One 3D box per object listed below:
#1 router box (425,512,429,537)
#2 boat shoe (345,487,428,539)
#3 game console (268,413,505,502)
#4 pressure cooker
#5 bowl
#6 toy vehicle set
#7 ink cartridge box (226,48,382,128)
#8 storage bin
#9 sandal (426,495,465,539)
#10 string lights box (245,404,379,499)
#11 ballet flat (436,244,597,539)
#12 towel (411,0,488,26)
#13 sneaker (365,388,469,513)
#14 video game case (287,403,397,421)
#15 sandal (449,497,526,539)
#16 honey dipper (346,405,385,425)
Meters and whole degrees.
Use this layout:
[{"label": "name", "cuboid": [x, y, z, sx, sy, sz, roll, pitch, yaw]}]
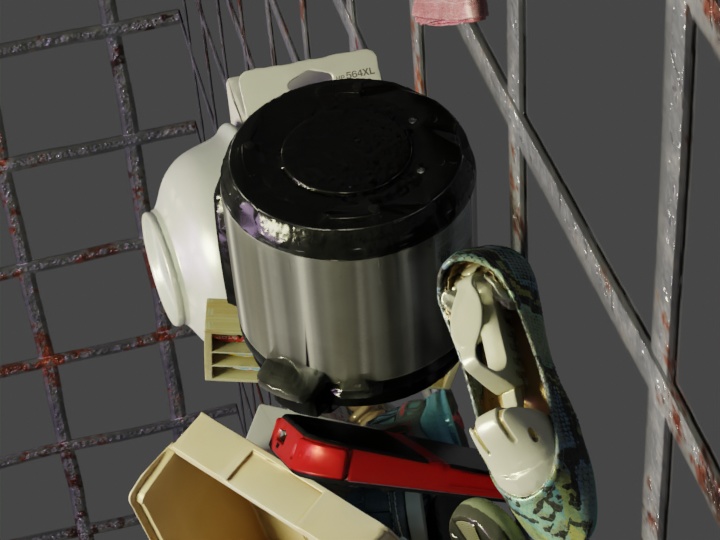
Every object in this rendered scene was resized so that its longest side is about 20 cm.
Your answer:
[{"label": "router box", "cuboid": [0.087, 0.288, 1.600, 0.200, 0.052, 0.159, 101, 157, -69]}, {"label": "boat shoe", "cuboid": [0.021, 0.209, 1.517, 0.200, 0.061, 0.073, 85, 179, -64]}, {"label": "game console", "cuboid": [0.030, 0.136, 1.369, 0.200, 0.175, 0.031, -169, 91, -81]}, {"label": "pressure cooker", "cuboid": [-0.005, -0.005, 1.342, 0.179, 0.174, 0.201, -114, 13, -46]}, {"label": "bowl", "cuboid": [-0.122, -0.012, 1.600, 0.201, 0.090, 0.203, 163, 90, -76]}, {"label": "toy vehicle set", "cuboid": [-0.022, 0.058, 1.514, 0.124, 0.198, 0.027, 98, 174, -69]}, {"label": "ink cartridge box", "cuboid": [-0.034, -0.079, 1.643, 0.126, 0.127, 0.201, -113, 13, -50]}, {"label": "storage bin", "cuboid": [-0.051, 0.226, 1.449, 0.199, 0.094, 0.199, 28, 153, 32]}, {"label": "sandal", "cuboid": [0.094, 0.242, 1.449, 0.048, 0.075, 0.202, -54, 41, 42]}, {"label": "string lights box", "cuboid": [-0.028, 0.195, 1.588, 0.201, 0.102, 0.059, 79, -153, -51]}, {"label": "ballet flat", "cuboid": [0.088, 0.077, 1.197, 0.074, 0.074, 0.201, 96, 160, -64]}, {"label": "towel", "cuboid": [0.041, -0.257, 1.253, 0.144, 0.023, 0.202, -152, 51, -78]}, {"label": "sneaker", "cuboid": [0.032, 0.155, 1.637, 0.200, 0.095, 0.080, 95, 162, -63]}, {"label": "video game case", "cuboid": [0.000, 0.165, 1.770, 0.182, 0.023, 0.201, 36, -158, -39]}, {"label": "sandal", "cuboid": [0.115, 0.206, 1.268, 0.079, 0.057, 0.202, 25, 152, 35]}, {"label": "honey dipper", "cuboid": [-0.035, 0.086, 1.756, 0.200, 0.038, 0.038, 50, 165, 12]}]
